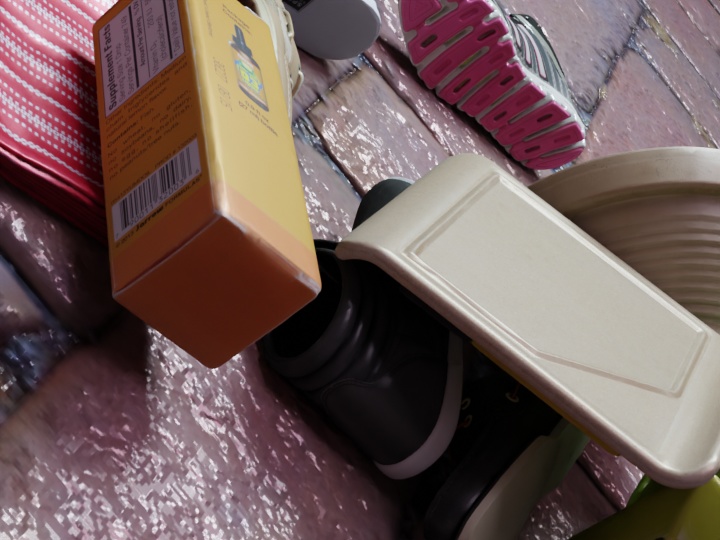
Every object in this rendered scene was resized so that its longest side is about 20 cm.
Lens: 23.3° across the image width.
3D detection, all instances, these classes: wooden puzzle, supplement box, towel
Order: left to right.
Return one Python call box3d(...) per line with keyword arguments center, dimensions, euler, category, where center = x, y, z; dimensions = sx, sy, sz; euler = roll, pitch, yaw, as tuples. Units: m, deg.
box3d(center=(-0.138, -0.094, 0.816), dimensions=(0.144, 0.022, 0.201), euler=(36, 28, -34), category="towel")
box3d(center=(-0.072, -0.055, 0.774), dimensions=(0.066, 0.069, 0.201), euler=(39, 27, -35), category="supplement box")
box3d(center=(0.096, 0.022, 0.856), dimensions=(0.199, 0.037, 0.185), euler=(33, 24, 8), category="wooden puzzle")

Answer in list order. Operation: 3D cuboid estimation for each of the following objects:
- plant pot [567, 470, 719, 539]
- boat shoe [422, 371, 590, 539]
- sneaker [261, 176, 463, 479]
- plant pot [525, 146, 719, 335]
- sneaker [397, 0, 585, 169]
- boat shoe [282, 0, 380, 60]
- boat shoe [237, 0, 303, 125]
box3d(center=(0.225, 0.159, 0.874), dimensions=(0.181, 0.199, 0.201), euler=(-31, 82, -25), category="plant pot")
box3d(center=(0.071, 0.093, 0.890), dimensions=(0.063, 0.074, 0.201), euler=(27, 28, 14), category="boat shoe")
box3d(center=(0.000, 0.000, 0.871), dimensions=(0.099, 0.070, 0.201), euler=(43, 29, -32), category="sneaker")
box3d(center=(0.167, 0.022, 1.005), dimensions=(0.200, 0.200, 0.094), euler=(27, 47, -43), category="plant pot")
box3d(center=(0.090, -0.158, 1.252), dimensions=(0.200, 0.073, 0.088), euler=(41, 26, -35), category="sneaker")
box3d(center=(-0.058, -0.203, 1.041), dimensions=(0.199, 0.073, 0.069), euler=(28, 38, -43), category="boat shoe")
box3d(center=(-0.058, -0.111, 0.920), dimensions=(0.064, 0.071, 0.201), euler=(33, 29, -34), category="boat shoe")
